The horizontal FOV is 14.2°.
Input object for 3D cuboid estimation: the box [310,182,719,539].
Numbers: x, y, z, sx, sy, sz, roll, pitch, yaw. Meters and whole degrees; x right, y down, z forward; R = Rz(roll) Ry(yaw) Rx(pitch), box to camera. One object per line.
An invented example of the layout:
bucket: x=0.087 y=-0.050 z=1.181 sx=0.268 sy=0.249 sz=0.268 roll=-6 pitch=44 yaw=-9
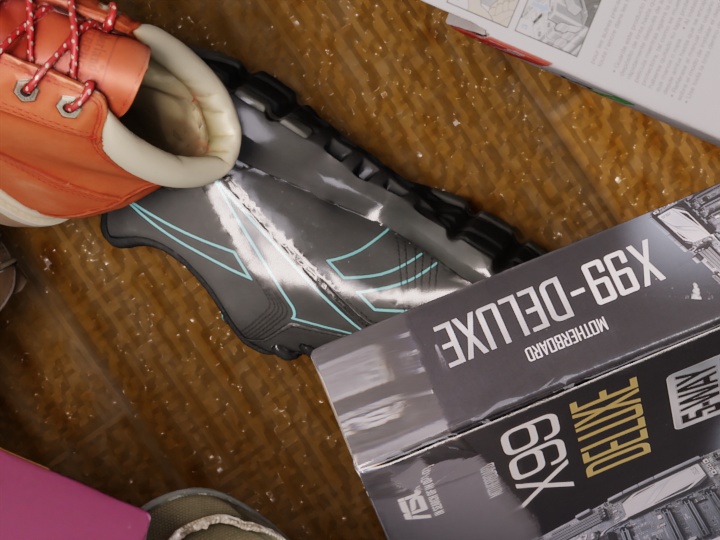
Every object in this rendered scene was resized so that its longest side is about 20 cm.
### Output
box: x=0.080 y=0.057 z=0.962 sx=0.157 sy=0.200 sz=0.050 roll=-22 pitch=61 yaw=-1

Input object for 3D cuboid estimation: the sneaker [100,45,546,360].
sneaker: x=0.000 y=0.000 z=1.021 sx=0.200 sy=0.075 sz=0.079 roll=32 pitch=102 yaw=4

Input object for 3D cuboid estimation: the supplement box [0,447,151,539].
supplement box: x=-0.163 y=0.133 z=0.870 sx=0.131 sy=0.200 sz=0.103 roll=25 pitch=50 yaw=-8

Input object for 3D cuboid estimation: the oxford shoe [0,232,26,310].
oxford shoe: x=-0.163 y=-0.015 z=1.014 sx=0.084 sy=0.073 sz=0.201 roll=-6 pitch=95 yaw=-21

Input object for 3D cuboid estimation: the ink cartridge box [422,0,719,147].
ink cartridge box: x=0.085 y=-0.120 z=0.997 sx=0.200 sy=0.050 sz=0.109 roll=22 pitch=93 yaw=-17

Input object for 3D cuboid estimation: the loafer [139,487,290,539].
loafer: x=-0.004 y=0.150 z=0.881 sx=0.075 sy=0.070 sz=0.200 roll=-40 pitch=98 yaw=-18

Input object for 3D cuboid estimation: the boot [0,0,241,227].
boot: x=-0.124 y=-0.078 z=0.923 sx=0.200 sy=0.107 sz=0.075 roll=35 pitch=64 yaw=-45
